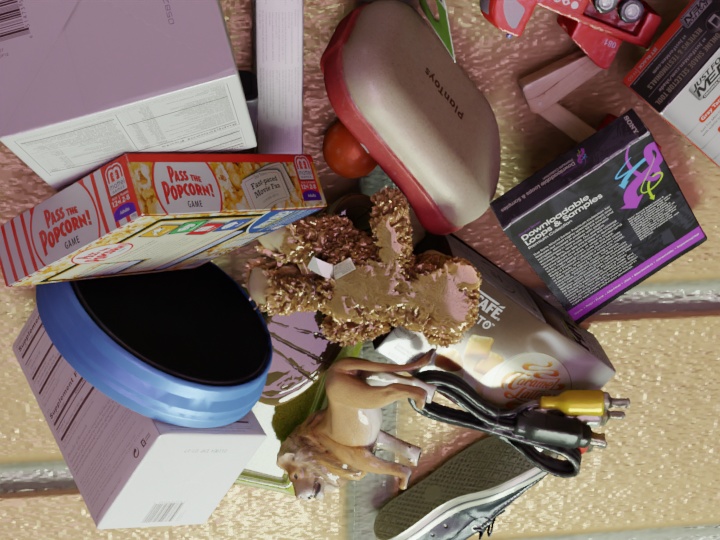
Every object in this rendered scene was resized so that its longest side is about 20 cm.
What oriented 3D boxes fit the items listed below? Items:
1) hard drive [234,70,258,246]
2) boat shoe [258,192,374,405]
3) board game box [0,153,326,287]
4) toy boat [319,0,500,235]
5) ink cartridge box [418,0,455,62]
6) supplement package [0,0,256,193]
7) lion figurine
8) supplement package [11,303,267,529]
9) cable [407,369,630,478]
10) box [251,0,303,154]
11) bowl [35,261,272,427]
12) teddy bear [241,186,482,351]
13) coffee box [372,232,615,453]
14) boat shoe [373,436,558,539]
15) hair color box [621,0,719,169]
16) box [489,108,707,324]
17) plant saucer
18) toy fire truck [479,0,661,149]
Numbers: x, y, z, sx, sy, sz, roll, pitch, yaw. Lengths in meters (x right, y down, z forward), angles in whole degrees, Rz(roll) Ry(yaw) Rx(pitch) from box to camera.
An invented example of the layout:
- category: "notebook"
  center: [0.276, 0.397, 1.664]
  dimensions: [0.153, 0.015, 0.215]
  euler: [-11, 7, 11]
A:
- category: "hard drive"
  center: [-0.155, -0.083, 1.115]
  dimensions: [0.138, 0.033, 0.200]
  euler: [-2, 148, -8]
- category: "boat shoe"
  center: [-0.039, 0.023, 1.203]
  dimensions: [0.074, 0.066, 0.201]
  euler: [31, 95, -15]
- category: "board game box"
  center: [-0.144, -0.038, 1.025]
  dimensions: [0.151, 0.199, 0.047]
  euler: [-23, 81, 34]
- category: "toy boat"
  center: [0.024, -0.114, 1.148]
  dimensions: [0.130, 0.131, 0.200]
  euler: [-21, 121, 37]
- category: "ink cartridge box"
  center: [0.074, -0.280, 1.043]
  dimensions: [0.075, 0.148, 0.201]
  euler: [-13, 118, -3]
- category: "supplement package"
  center: [-0.164, -0.153, 0.918]
  dimensions: [0.150, 0.200, 0.153]
  euler: [-16, 83, -3]
- category: "lion figurine"
  center: [-0.005, 0.124, 1.195]
  dimensions: [0.122, 0.073, 0.201]
  euler: [19, 128, 9]
- category: "supplement package"
  center: [-0.185, 0.098, 1.139]
  dimensions: [0.113, 0.200, 0.110]
  euler: [8, 127, -45]
- category: "cable"
  center: [0.135, 0.130, 1.238]
  dimensions: [0.198, 0.051, 0.098]
  euler: [13, 134, -1]
- category: "box"
  center: [-0.068, -0.166, 1.137]
  dimensions: [0.041, 0.039, 0.201]
  euler: [-4, 117, -8]
- category: "bowl"
  center: [-0.157, 0.038, 1.100]
  dimensions: [0.200, 0.201, 0.039]
  euler: [26, 117, -20]
- category: "teddy bear"
  center: [0.000, 0.000, 1.128]
  dimensions: [0.198, 0.067, 0.146]
  euler: [-4, 110, 9]
- category: "coffee box"
  center: [0.115, 0.064, 1.255]
  dimensions: [0.199, 0.080, 0.115]
  euler: [35, 106, -23]
- category: "boat shoe"
  center: [0.107, 0.220, 1.339]
  dimensions: [0.199, 0.075, 0.062]
  euler: [-33, 122, 14]
- category: "hair color box"
  center: [0.318, -0.138, 1.163]
  dimensions: [0.102, 0.061, 0.200]
  euler: [-49, 134, 12]
- category: "box"
  center: [0.209, -0.041, 1.196]
  dimensions: [0.142, 0.036, 0.200]
  euler: [-34, 145, 9]
- category: "plant saucer"
  center: [-0.111, 0.118, 1.266]
  dimensions: [0.198, 0.048, 0.201]
  euler: [14, 113, -15]
- category: "toy fire truck"
  center: [0.179, -0.175, 1.166]
  dimensions: [0.199, 0.049, 0.142]
  euler: [18, 113, -16]
